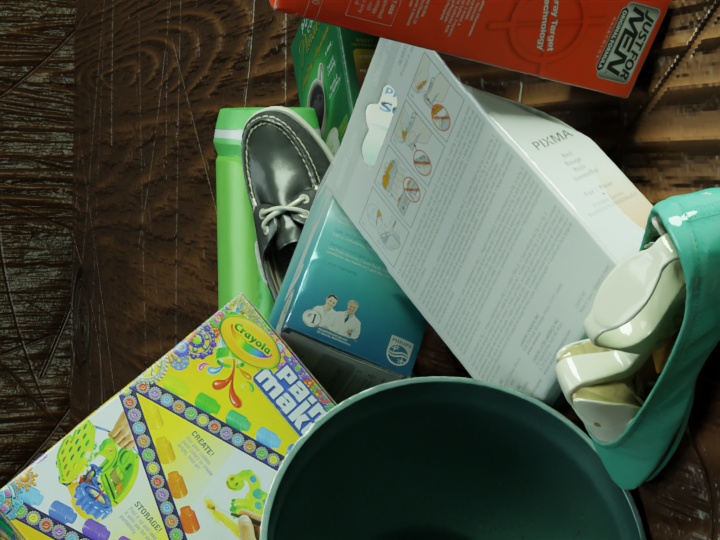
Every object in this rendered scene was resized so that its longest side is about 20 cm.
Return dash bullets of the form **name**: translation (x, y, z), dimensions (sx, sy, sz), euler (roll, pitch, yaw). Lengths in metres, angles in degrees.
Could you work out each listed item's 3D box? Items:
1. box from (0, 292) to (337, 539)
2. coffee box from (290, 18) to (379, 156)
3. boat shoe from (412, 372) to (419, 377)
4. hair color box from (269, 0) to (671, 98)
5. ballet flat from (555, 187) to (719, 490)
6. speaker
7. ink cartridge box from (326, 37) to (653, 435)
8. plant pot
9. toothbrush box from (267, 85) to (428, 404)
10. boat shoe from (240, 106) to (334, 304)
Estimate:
- **box**: translation (-0.131, 0.141, 0.956), dimensions (0.122, 0.193, 0.200), euler (50, 149, -1)
- **coffee box**: translation (-0.008, -0.124, 1.236), dimensions (0.123, 0.044, 0.200), euler (119, 146, -58)
- **boat shoe**: translation (0.022, 0.103, 1.116), dimensions (0.071, 0.072, 0.200), euler (-53, 15, 8)
- **hair color box**: translation (0.045, -0.153, 0.812), dimensions (0.102, 0.200, 0.061), euler (-117, 42, -56)
- **ballet flat**: translation (0.132, 0.034, 0.763), dimensions (0.200, 0.070, 0.067), euler (109, 154, -45)
- **speaker**: translation (-0.070, -0.024, 1.229), dimensions (0.088, 0.088, 0.200), euler (-160, 68, -71)
- **ink cartridge box**: translation (0.069, -0.031, 0.878), dimensions (0.200, 0.050, 0.162), euler (54, 146, 25)
- **plant pot**: translation (0.042, 0.176, 0.861), dimensions (0.134, 0.200, 0.200), euler (100, 162, -57)
- **toothbrush box**: translation (0.000, 0.000, 1.030), dimensions (0.146, 0.085, 0.200), euler (122, 168, -57)
- **boat shoe**: translation (-0.044, -0.020, 1.151), dimensions (0.060, 0.074, 0.200), euler (-27, -77, -73)
